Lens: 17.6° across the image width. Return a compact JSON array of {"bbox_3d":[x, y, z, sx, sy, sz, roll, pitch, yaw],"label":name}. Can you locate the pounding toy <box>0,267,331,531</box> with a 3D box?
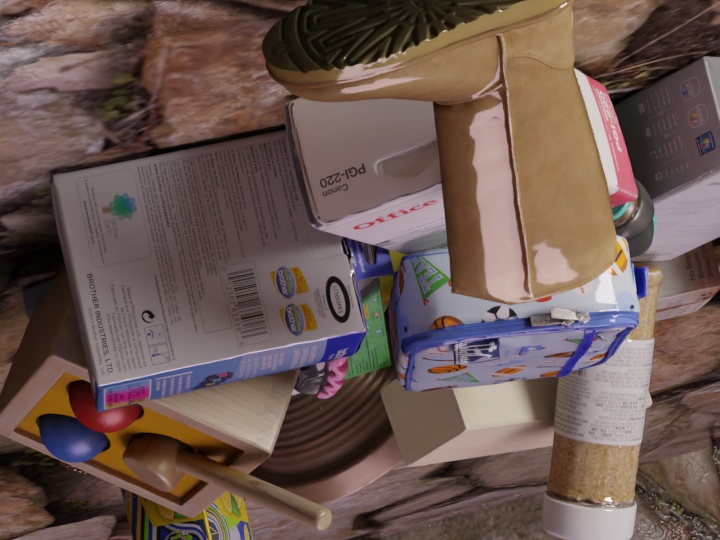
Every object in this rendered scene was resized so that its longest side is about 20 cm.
[{"bbox_3d":[-0.121,0.091,1.520,0.199,0.143,0.184,26,151,-13],"label":"pounding toy"}]

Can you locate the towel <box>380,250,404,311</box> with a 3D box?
[{"bbox_3d":[0.000,0.000,1.696,0.086,0.018,0.200,-13,153,-28],"label":"towel"}]

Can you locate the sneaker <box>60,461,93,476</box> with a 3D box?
[{"bbox_3d":[-0.172,0.102,1.892,0.067,0.090,0.200,26,147,-36],"label":"sneaker"}]

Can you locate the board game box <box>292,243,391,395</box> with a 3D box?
[{"bbox_3d":[-0.037,0.019,1.638,0.104,0.024,0.200,-18,144,-8],"label":"board game box"}]

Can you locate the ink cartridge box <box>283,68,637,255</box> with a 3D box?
[{"bbox_3d":[0.064,-0.071,1.410,0.145,0.085,0.200,-19,168,21],"label":"ink cartridge box"}]

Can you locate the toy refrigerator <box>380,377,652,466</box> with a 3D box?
[{"bbox_3d":[0.118,0.092,1.745,0.199,0.070,0.076,-5,159,-41],"label":"toy refrigerator"}]

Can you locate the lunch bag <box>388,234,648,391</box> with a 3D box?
[{"bbox_3d":[0.100,0.029,1.489,0.159,0.076,0.200,-5,170,-3],"label":"lunch bag"}]

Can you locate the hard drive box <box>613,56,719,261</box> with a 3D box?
[{"bbox_3d":[0.222,-0.072,1.592,0.155,0.077,0.200,-2,162,-42],"label":"hard drive box"}]

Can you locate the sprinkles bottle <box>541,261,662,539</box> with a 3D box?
[{"bbox_3d":[0.174,0.093,1.681,0.068,0.201,0.068,6,-172,-1],"label":"sprinkles bottle"}]

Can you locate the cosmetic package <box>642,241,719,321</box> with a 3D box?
[{"bbox_3d":[0.158,-0.003,1.757,0.199,0.104,0.087,-14,168,-9],"label":"cosmetic package"}]

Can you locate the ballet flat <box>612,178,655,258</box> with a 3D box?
[{"bbox_3d":[0.103,-0.028,1.542,0.199,0.068,0.068,4,153,31],"label":"ballet flat"}]

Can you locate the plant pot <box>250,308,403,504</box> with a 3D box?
[{"bbox_3d":[-0.028,0.080,1.843,0.200,0.201,0.093,-21,124,29],"label":"plant pot"}]

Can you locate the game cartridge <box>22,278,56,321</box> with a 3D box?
[{"bbox_3d":[-0.138,0.016,1.675,0.199,0.041,0.133,-14,163,-2],"label":"game cartridge"}]

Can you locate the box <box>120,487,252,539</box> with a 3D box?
[{"bbox_3d":[-0.132,0.137,1.667,0.064,0.201,0.070,-20,166,21],"label":"box"}]

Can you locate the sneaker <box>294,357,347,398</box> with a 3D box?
[{"bbox_3d":[-0.050,0.012,1.558,0.095,0.079,0.200,1,139,1],"label":"sneaker"}]

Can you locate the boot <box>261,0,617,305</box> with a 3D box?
[{"bbox_3d":[0.048,-0.061,1.242,0.174,0.066,0.201,-14,131,-3],"label":"boot"}]

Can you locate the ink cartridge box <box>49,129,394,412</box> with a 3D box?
[{"bbox_3d":[-0.078,-0.004,1.421,0.199,0.137,0.076,-12,168,-8],"label":"ink cartridge box"}]
